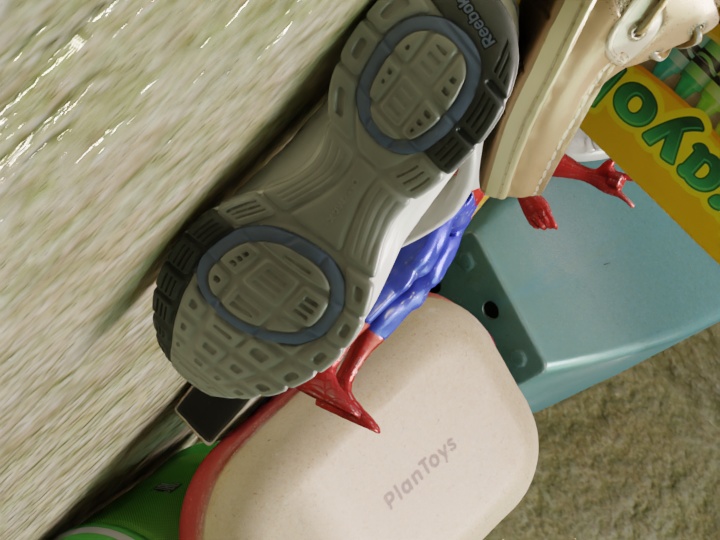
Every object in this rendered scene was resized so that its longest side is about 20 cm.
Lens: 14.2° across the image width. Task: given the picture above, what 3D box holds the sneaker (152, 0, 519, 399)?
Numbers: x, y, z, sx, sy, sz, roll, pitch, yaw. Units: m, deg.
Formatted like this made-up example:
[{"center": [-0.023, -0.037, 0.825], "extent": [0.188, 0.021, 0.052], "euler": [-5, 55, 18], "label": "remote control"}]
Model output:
[{"center": [-0.001, -0.030, 1.062], "extent": [0.200, 0.074, 0.087], "euler": [-48, 179, 24], "label": "sneaker"}]

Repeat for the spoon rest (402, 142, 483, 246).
[{"center": [0.009, -0.029, 1.176], "extent": [0.099, 0.061, 0.200], "euler": [-41, 172, -36], "label": "spoon rest"}]

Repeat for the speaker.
[{"center": [-0.103, 0.151, 1.512], "extent": [0.089, 0.088, 0.200], "euler": [-48, 174, 23], "label": "speaker"}]

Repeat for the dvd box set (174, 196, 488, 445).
[{"center": [0.000, 0.000, 1.458], "extent": [0.146, 0.029, 0.200], "euler": [-49, 173, 34], "label": "dvd box set"}]

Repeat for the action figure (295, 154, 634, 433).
[{"center": [0.060, -0.012, 1.333], "extent": [0.201, 0.099, 0.065], "euler": [-64, 164, -6], "label": "action figure"}]

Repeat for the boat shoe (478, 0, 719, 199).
[{"center": [0.103, -0.105, 1.038], "extent": [0.071, 0.064, 0.201], "euler": [-86, -160, -63], "label": "boat shoe"}]

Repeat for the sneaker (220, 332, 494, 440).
[{"center": [-0.004, 0.064, 1.607], "extent": [0.199, 0.081, 0.075], "euler": [-22, -155, 40], "label": "sneaker"}]

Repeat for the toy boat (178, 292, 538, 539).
[{"center": [-0.015, 0.103, 1.472], "extent": [0.200, 0.131, 0.130], "euler": [-41, -157, -28], "label": "toy boat"}]

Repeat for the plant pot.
[{"center": [0.109, 0.005, 1.668], "extent": [0.141, 0.142, 0.200], "euler": [-31, 177, 41], "label": "plant pot"}]

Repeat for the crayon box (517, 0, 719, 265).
[{"center": [0.166, -0.099, 1.104], "extent": [0.173, 0.200, 0.058], "euler": [-48, 174, 21], "label": "crayon box"}]

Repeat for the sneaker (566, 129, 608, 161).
[{"center": [0.153, -0.109, 1.623], "extent": [0.200, 0.077, 0.080], "euler": [-38, -177, -42], "label": "sneaker"}]
